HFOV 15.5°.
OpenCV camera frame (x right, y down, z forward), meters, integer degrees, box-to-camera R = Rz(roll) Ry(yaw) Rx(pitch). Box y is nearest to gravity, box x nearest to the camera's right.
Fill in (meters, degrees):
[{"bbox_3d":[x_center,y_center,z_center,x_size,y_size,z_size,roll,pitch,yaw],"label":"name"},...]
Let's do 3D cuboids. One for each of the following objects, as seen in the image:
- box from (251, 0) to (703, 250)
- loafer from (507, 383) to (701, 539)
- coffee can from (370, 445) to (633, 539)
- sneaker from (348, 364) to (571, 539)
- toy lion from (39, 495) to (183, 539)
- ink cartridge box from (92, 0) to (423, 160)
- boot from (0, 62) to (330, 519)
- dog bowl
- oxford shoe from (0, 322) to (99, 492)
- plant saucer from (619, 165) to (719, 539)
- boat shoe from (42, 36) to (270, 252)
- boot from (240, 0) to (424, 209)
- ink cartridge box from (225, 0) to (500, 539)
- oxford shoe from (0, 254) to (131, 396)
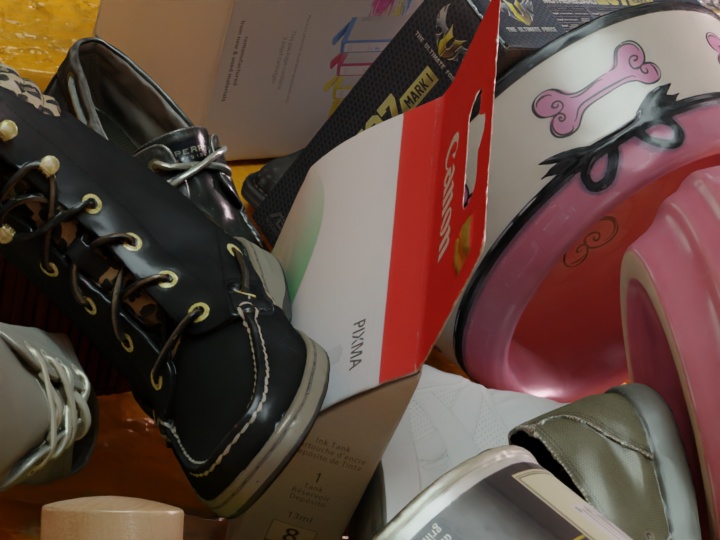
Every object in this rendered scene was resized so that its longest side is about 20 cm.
[{"bbox_3d":[0.064,-0.065,1.220,0.199,0.158,0.051,-8,56,-52],"label":"box"},{"bbox_3d":[0.098,0.136,1.001,0.069,0.075,0.201,0,53,-20],"label":"loafer"},{"bbox_3d":[0.084,0.175,0.873,0.200,0.147,0.146,38,36,23],"label":"coffee can"},{"bbox_3d":[0.054,0.105,1.063,0.115,0.074,0.201,12,32,-7],"label":"sneaker"},{"bbox_3d":[-0.103,0.112,0.938,0.198,0.069,0.192,0,-4,18],"label":"toy lion"},{"bbox_3d":[-0.015,-0.146,1.381,0.199,0.126,0.129,-6,37,-32],"label":"ink cartridge box"},{"bbox_3d":[-0.094,0.005,1.004,0.153,0.074,0.204,37,11,-19],"label":"boot"},{"bbox_3d":[0.108,-0.021,1.181,0.199,0.201,0.074,-12,52,-39],"label":"dog bowl"},{"bbox_3d":[-0.131,0.050,0.988,0.057,0.076,0.200,-1,-5,1],"label":"oxford shoe"},{"bbox_3d":[0.148,0.060,1.078,0.050,0.202,0.201,-13,35,-2],"label":"plant saucer"},{"bbox_3d":[-0.092,-0.035,1.217,0.072,0.071,0.200,-13,45,-42],"label":"boat shoe"},{"bbox_3d":[0.034,-0.109,1.297,0.199,0.175,0.069,-18,44,-44],"label":"boot"},{"bbox_3d":[0.000,0.000,1.051,0.050,0.201,0.162,15,43,-8],"label":"ink cartridge box"},{"bbox_3d":[-0.173,-0.001,1.129,0.199,0.071,0.075,16,24,-5],"label":"oxford shoe"}]
